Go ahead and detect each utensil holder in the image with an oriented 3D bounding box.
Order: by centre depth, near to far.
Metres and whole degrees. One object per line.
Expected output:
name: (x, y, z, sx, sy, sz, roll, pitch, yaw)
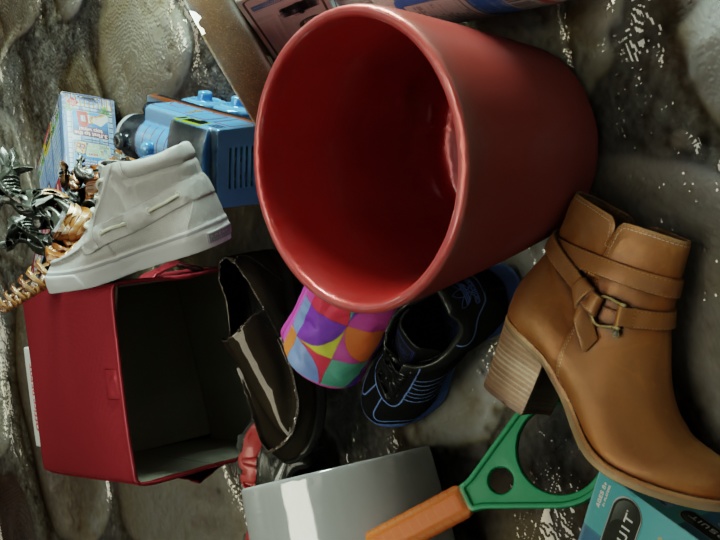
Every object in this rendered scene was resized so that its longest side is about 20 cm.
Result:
utensil holder: (0.003, 0.253, 1.048, 0.169, 0.169, 0.202, -23, 77, 49)

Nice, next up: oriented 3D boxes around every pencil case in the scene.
pencil case: (0.000, 0.000, 1.065, 0.088, 0.088, 0.201, 48, 130, 33)

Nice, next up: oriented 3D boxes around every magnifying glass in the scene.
magnifying glass: (0.094, 0.153, 0.947, 0.199, 0.022, 0.080, -29, 72, 9)

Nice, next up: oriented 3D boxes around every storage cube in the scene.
storage cube: (-0.193, 0.094, 1.242, 0.179, 0.170, 0.202, -3, 94, 50)

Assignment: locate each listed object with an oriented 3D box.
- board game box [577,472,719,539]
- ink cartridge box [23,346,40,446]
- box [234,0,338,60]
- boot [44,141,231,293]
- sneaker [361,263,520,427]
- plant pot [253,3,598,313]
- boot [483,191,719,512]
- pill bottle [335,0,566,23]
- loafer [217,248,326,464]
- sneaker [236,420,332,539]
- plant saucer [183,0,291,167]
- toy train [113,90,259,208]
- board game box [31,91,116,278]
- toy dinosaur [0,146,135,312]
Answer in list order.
board game box: (0.223, 0.241, 0.874, 0.200, 0.047, 0.152, 34, 121, 41)
ink cartridge box: (-0.309, 0.137, 1.468, 0.199, 0.066, 0.117, -2, 96, 50)
box: (-0.060, -0.225, 1.015, 0.060, 0.200, 0.118, -22, 78, 6)
boot: (-0.200, -0.047, 1.121, 0.199, 0.073, 0.096, -16, 98, 30)
sneaker: (0.042, 0.062, 1.030, 0.200, 0.077, 0.070, -51, 59, 41)
plant pot: (0.054, -0.081, 0.907, 0.199, 0.176, 0.202, 11, 106, 44)
boot: (0.184, 0.052, 0.871, 0.199, 0.074, 0.156, 30, 105, 25)
pill bottle: (0.065, -0.229, 0.924, 0.199, 0.112, 0.113, 1, 98, 49)
loafer: (-0.087, 0.072, 1.142, 0.073, 0.071, 0.201, -39, 55, 35)
sneaker: (-0.056, 0.231, 1.182, 0.097, 0.071, 0.202, 9, 108, 41)
plant saucer: (-0.069, -0.134, 1.018, 0.034, 0.200, 0.201, -32, 66, 4)
toy train: (-0.138, -0.110, 1.182, 0.199, 0.114, 0.088, 21, 112, 46)
board game box: (-0.296, -0.042, 1.380, 0.201, 0.061, 0.201, -62, 33, 36)
toy dinosaur: (-0.273, -0.049, 1.225, 0.135, 0.200, 0.103, 18, 124, 17)
